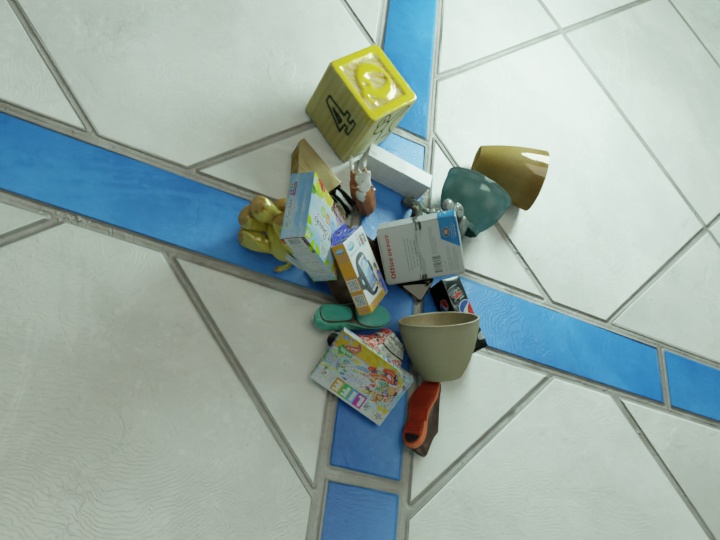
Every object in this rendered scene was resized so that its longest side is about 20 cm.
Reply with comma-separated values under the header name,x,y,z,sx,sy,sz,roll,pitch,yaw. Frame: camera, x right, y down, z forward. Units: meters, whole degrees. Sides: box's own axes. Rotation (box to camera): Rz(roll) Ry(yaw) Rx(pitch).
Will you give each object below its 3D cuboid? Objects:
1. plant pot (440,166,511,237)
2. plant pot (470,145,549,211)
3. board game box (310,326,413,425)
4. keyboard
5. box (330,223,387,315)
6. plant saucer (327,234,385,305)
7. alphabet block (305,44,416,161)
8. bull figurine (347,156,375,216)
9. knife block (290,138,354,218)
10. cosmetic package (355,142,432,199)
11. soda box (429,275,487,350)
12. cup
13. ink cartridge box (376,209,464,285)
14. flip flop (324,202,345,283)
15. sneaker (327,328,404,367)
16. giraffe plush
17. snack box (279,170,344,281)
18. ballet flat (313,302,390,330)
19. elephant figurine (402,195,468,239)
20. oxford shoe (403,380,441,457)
name,x,y,z,sx,sy,sz,roll,pitch,yaw
plant pot,0.303,-0.178,1.791,0.199,0.200,0.135,33,82,-10
plant pot,0.441,-0.303,1.931,0.197,0.187,0.188,19,58,-3
board game box,0.003,0.242,1.456,0.199,0.034,0.135,35,99,-8
keyboard,0.108,-0.014,1.696,0.199,0.040,0.104,40,78,-6
box,-0.004,-0.011,1.496,0.119,0.041,0.203,-48,121,-58
plant saucer,0.000,0.000,1.573,0.199,0.036,0.204,8,79,-44
alphabet block,-0.002,-0.453,1.739,0.195,0.200,0.197,-36,85,-36
bull figurine,0.004,-0.219,1.645,0.064,0.201,0.123,-6,66,0
knife block,-0.094,-0.227,1.664,0.173,0.064,0.203,11,62,-24
cosmetic package,0.094,-0.271,1.775,0.198,0.083,0.051,26,54,-15
soda box,0.256,0.121,1.677,0.063,0.071,0.203,-11,72,-32
cup,0.194,0.188,1.557,0.198,0.199,0.146,-6,95,-30
ink cartridge box,0.152,-0.058,1.594,0.086,0.197,0.149,-63,142,-70
flip flop,-0.066,-0.067,1.579,0.080,0.057,0.204,8,88,-27
sneaker,0.017,0.176,1.527,0.200,0.067,0.109,33,54,-14
giraffe plush,-0.174,-0.114,1.520,0.200,0.172,0.163,44,46,-13
snack box,-0.104,-0.095,1.442,0.067,0.200,0.171,-4,61,20
ballet flat,-0.025,0.113,1.532,0.197,0.070,0.068,4,66,-30
elephant figurine,0.183,-0.115,1.720,0.142,0.198,0.156,54,56,-26
oxford shoe,0.157,0.348,1.530,0.073,0.070,0.201,53,45,-31
